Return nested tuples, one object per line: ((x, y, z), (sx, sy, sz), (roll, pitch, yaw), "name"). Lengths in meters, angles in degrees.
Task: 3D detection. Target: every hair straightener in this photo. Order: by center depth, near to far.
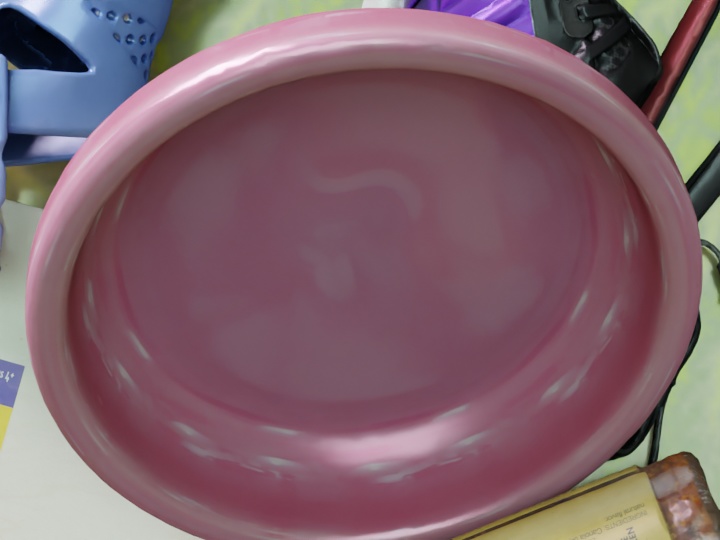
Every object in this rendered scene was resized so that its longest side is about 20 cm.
((0.097, 0.007, 0.910), (0.077, 0.041, 0.201), (30, 84, 4), "hair straightener")

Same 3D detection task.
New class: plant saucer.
((0.000, 0.000, 0.840), (0.199, 0.051, 0.201), (-3, 129, -4), "plant saucer")

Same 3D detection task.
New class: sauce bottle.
((0.022, 0.119, 0.868), (0.199, 0.066, 0.066), (-22, 85, 7), "sauce bottle")

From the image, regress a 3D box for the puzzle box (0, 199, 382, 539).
((-0.095, 0.050, 0.921), (0.199, 0.025, 0.134), (16, 86, 3), "puzzle box")

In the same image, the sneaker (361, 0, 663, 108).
((0.052, -0.088, 0.898), (0.099, 0.070, 0.201), (13, 94, 17), "sneaker")

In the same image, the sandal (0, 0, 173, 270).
((-0.097, -0.071, 0.899), (0.200, 0.079, 0.087), (-41, 86, -10), "sandal")
